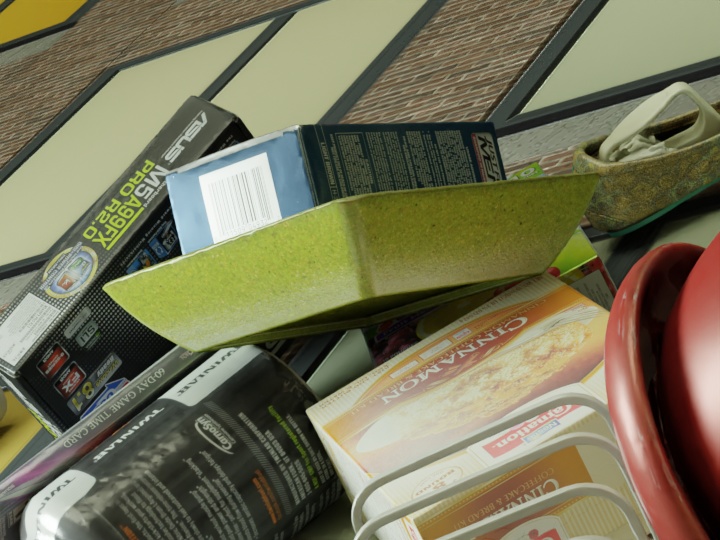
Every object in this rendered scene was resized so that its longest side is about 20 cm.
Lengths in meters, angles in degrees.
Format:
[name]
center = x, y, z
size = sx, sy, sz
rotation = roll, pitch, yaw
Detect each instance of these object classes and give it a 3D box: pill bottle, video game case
[pill bottle]
center = -0.109, 0.135, 1.489
size = 0.200, 0.107, 0.106
rotation = -38, 21, -27
[video game case]
center = -0.136, 0.115, 1.569
size = 0.200, 0.143, 0.019
rotation = -37, 64, -26

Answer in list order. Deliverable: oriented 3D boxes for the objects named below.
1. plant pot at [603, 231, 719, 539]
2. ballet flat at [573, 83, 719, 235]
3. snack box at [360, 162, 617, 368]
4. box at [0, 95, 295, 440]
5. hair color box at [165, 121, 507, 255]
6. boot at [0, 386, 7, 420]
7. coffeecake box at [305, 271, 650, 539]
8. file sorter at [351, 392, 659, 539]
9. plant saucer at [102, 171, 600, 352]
[plant pot]
center = 0.211, 0.049, 1.122
size = 0.182, 0.201, 0.201
rotation = -28, 16, 30
[ballet flat]
center = 0.216, -0.090, 1.649
size = 0.199, 0.071, 0.071
rotation = -26, 19, 6
[snack box]
center = 0.069, 0.014, 1.631
size = 0.142, 0.053, 0.200
rotation = -27, 18, 2
[box]
center = -0.112, 0.023, 1.630
size = 0.044, 0.160, 0.200
rotation = 27, 70, 42
[hair color box]
center = -0.009, -0.043, 1.585
size = 0.100, 0.061, 0.200
rotation = -17, -7, 34
[boot]
center = -0.332, 0.109, 1.955
size = 0.199, 0.074, 0.095
rotation = 2, 29, 42
[coffeecake box]
center = 0.076, 0.087, 1.401
size = 0.153, 0.073, 0.200
rotation = -30, 19, -8
[file sorter]
center = 0.070, 0.156, 1.152
size = 0.138, 0.125, 0.200
rotation = -24, 19, 11
[plant saucer]
center = 0.000, 0.000, 1.476
size = 0.199, 0.048, 0.199
rotation = -7, -8, -45
